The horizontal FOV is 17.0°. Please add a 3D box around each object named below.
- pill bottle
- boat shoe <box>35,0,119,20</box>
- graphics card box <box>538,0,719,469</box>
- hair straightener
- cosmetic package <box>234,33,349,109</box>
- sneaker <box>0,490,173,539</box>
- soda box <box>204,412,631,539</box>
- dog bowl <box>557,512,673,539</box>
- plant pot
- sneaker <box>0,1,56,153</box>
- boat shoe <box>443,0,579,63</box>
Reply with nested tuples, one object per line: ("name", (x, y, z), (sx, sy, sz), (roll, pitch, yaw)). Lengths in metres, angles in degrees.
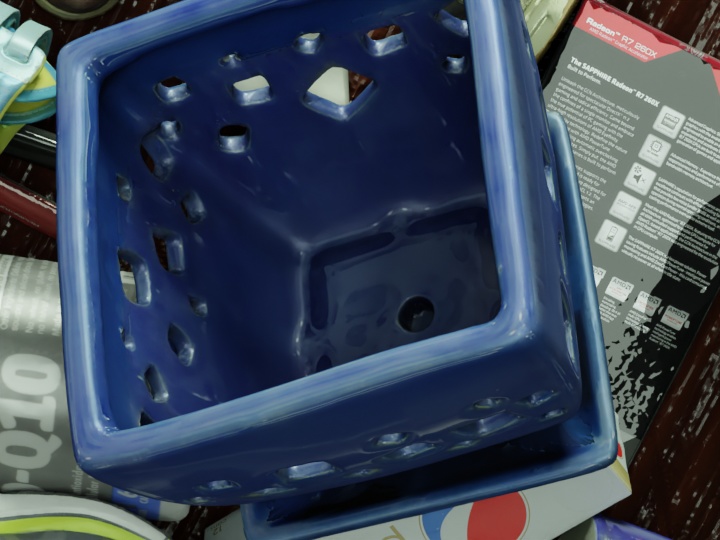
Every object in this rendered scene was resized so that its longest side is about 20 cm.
("pill bottle", (-0.171, 0.048, 1.114), (0.199, 0.114, 0.114), (8, 94, -4))
("boat shoe", (-0.154, -0.215, 1.116), (0.072, 0.072, 0.201), (-14, 95, -2))
("graphics card box", (0.114, -0.016, 1.157), (0.125, 0.051, 0.201), (26, 92, -5))
("hair straightener", (-0.199, -0.083, 1.149), (0.199, 0.041, 0.077), (24, 73, 1))
("cosmetic package", (-0.046, -0.172, 1.111), (0.073, 0.104, 0.201), (-2, 93, -3))
("sneaker", (-0.168, 0.143, 1.084), (0.199, 0.074, 0.081), (9, 66, -7))
("soda box", (0.024, 0.112, 1.119), (0.200, 0.064, 0.068), (-32, 117, 16))
("dog bowl", (0.104, 0.215, 1.099), (0.079, 0.200, 0.201), (23, 93, -2))
("plant pot", (0.000, 0.000, 1.010), (0.199, 0.180, 0.201), (-16, 60, 17))
("sneaker", (-0.188, -0.131, 1.102), (0.130, 0.080, 0.201), (10, 83, -1))
("boat shoe", (0.097, -0.184, 1.133), (0.065, 0.073, 0.200), (28, 92, -10))
